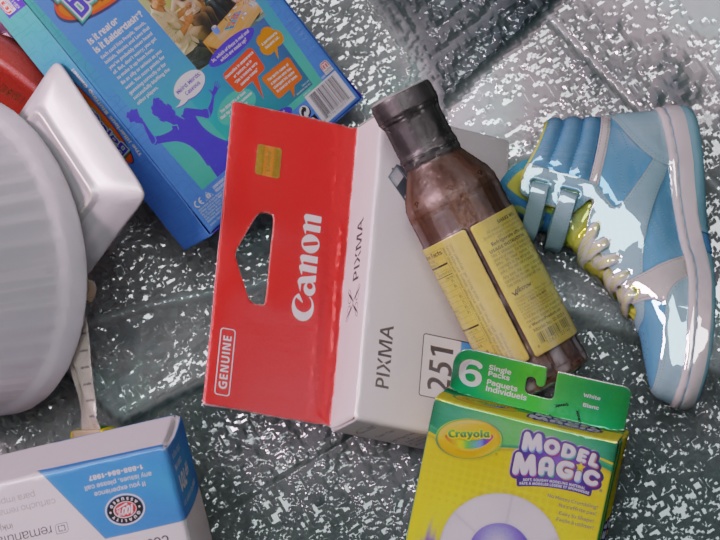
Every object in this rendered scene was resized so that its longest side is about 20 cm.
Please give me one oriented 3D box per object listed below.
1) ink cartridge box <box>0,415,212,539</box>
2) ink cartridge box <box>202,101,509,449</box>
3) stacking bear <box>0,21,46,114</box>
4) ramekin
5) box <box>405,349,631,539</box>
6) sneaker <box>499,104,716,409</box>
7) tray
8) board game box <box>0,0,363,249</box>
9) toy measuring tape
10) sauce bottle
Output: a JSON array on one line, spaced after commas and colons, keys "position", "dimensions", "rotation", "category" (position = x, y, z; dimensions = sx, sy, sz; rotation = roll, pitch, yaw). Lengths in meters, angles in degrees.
[{"position": [-0.155, 0.203, 1.665], "dimensions": [0.146, 0.086, 0.201], "rotation": [-13, 99, 3], "category": "ink cartridge box"}, {"position": [0.000, 0.000, 1.730], "dimensions": [0.176, 0.045, 0.201], "rotation": [12, 72, -22], "category": "ink cartridge box"}, {"position": [-0.186, -0.188, 1.822], "dimensions": [0.113, 0.121, 0.200], "rotation": [32, 68, -12], "category": "stacking bear"}, {"position": [-0.267, -0.003, 1.720], "dimensions": [0.200, 0.097, 0.201], "rotation": [11, 105, 43], "category": "ramekin"}, {"position": [0.088, 0.155, 1.672], "dimensions": [0.117, 0.048, 0.201], "rotation": [13, 98, 11], "category": "box"}, {"position": [0.148, -0.008, 1.728], "dimensions": [0.130, 0.080, 0.201], "rotation": [1, 63, -6], "category": "sneaker"}, {"position": [-0.211, -0.026, 1.748], "dimensions": [0.108, 0.022, 0.200], "rotation": [55, 131, 17], "category": "tray"}, {"position": [-0.115, -0.138, 1.761], "dimensions": [0.152, 0.045, 0.200], "rotation": [-42, 99, -29], "category": "board game box"}, {"position": [-0.141, 0.102, 1.731], "dimensions": [0.073, 0.074, 0.201], "rotation": [-7, 92, 5], "category": "toy measuring tape"}, {"position": [0.070, -0.020, 1.706], "dimensions": [0.065, 0.065, 0.201], "rotation": [-25, 91, -1], "category": "sauce bottle"}]
